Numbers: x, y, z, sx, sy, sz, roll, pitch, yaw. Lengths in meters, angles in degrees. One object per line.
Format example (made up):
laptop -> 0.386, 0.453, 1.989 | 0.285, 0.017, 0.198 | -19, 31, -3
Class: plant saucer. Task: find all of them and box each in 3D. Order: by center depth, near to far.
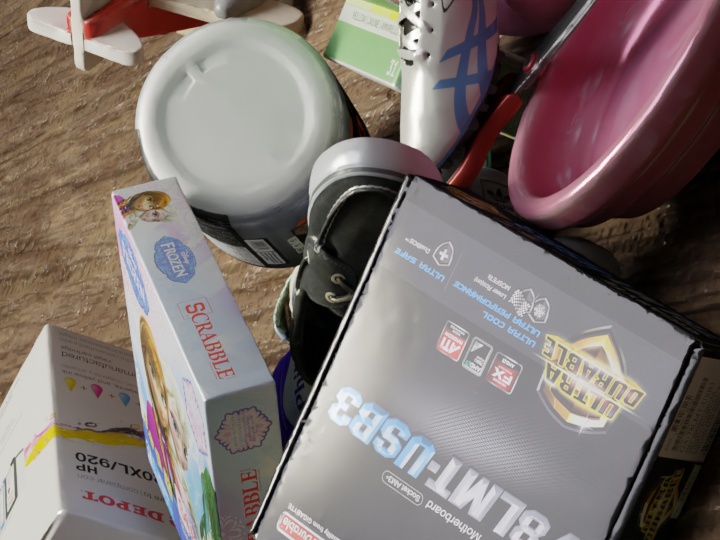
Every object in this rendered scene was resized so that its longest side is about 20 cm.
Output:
plant saucer -> 0.144, -0.102, 1.277 | 0.201, 0.051, 0.201 | -55, 15, 22

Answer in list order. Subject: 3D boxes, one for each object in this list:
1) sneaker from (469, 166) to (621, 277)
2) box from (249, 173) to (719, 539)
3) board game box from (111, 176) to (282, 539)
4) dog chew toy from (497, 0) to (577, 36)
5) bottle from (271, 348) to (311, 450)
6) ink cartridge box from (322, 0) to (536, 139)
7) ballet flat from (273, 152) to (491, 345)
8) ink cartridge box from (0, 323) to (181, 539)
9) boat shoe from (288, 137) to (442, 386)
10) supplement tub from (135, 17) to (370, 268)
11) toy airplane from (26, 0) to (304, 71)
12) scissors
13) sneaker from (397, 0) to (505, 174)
sneaker -> 0.074, -0.010, 1.375 | 0.200, 0.075, 0.115 | 144, 138, -61
box -> 0.060, 0.084, 1.248 | 0.200, 0.050, 0.199 | 33, 102, 40
board game box -> -0.085, 0.085, 1.476 | 0.200, 0.041, 0.200 | -120, 21, -51
dog chew toy -> 0.082, -0.184, 1.456 | 0.125, 0.124, 0.200 | -67, 28, 9
bottle -> -0.017, 0.074, 1.543 | 0.200, 0.065, 0.084 | -51, 27, 42
ink cartridge box -> 0.007, -0.129, 1.470 | 0.048, 0.199, 0.145 | -68, 20, 4
ballet flat -> 0.007, -0.013, 1.546 | 0.200, 0.074, 0.074 | 124, 155, -44
ink cartridge box -> -0.160, 0.164, 1.709 | 0.145, 0.147, 0.200 | -59, 23, 26
boat shoe -> 0.000, 0.000, 1.366 | 0.200, 0.068, 0.057 | 106, 172, -62
supplement tub -> -0.057, -0.070, 1.604 | 0.200, 0.122, 0.123 | 49, -122, -78
toy airplane -> -0.153, -0.222, 1.960 | 0.199, 0.199, 0.142 | -123, 43, -64
scissors -> 0.081, -0.090, 1.350 | 0.200, 0.014, 0.073 | -42, 26, 40
sneaker -> 0.039, -0.150, 1.360 | 0.072, 0.072, 0.201 | -156, 74, -68
